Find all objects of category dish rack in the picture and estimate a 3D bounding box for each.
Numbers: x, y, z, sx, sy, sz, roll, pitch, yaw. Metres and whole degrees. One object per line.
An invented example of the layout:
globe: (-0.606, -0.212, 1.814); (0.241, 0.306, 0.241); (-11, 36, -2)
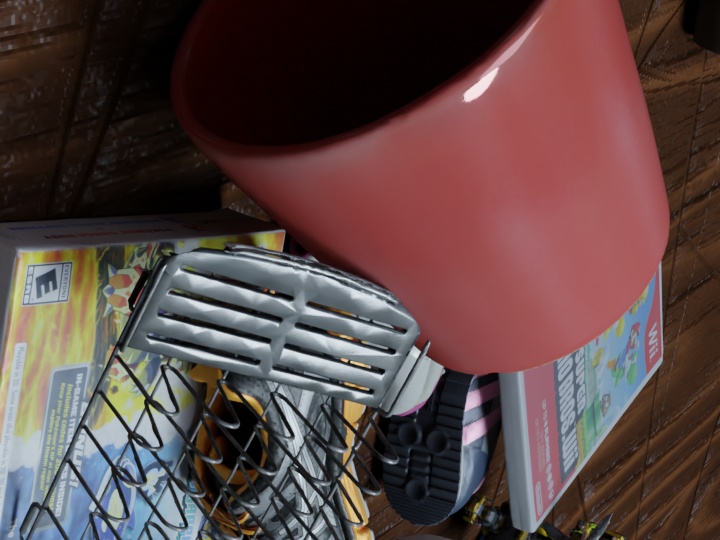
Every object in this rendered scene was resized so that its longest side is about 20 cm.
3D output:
dish rack: (-0.055, 0.090, 0.639); (0.152, 0.055, 0.202); (16, 109, -36)

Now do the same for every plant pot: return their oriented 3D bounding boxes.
plant pot: (0.042, -0.061, 0.686); (0.201, 0.199, 0.178); (-56, 131, -24)

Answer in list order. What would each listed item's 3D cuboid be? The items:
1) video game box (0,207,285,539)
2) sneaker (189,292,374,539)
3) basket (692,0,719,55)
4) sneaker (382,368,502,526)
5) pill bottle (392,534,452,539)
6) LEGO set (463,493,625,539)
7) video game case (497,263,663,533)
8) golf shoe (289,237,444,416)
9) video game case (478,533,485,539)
video game box: (-0.118, 0.076, 0.701); (0.182, 0.046, 0.203); (-10, 113, -58)
sneaker: (-0.043, 0.102, 0.732); (0.077, 0.078, 0.202); (-24, 123, -37)
basket: (0.327, -0.259, 1.153); (0.179, 0.135, 0.202); (-16, 122, -49)
sneaker: (0.066, 0.056, 0.967); (0.082, 0.070, 0.202); (-13, 121, -64)
pill bottle: (0.015, 0.231, 0.824); (0.200, 0.113, 0.116); (-49, 147, -65)
LEGO set: (0.085, 0.228, 0.996); (0.201, 0.153, 0.116); (-54, 132, -7)
video game case: (0.147, 0.053, 0.996); (0.200, 0.017, 0.144); (-43, 136, -42)
golf shoe: (0.000, 0.000, 0.839); (0.091, 0.075, 0.202); (-20, 127, -26)
video game case: (0.089, 0.301, 1.164); (0.144, 0.018, 0.201); (-54, 144, -27)
